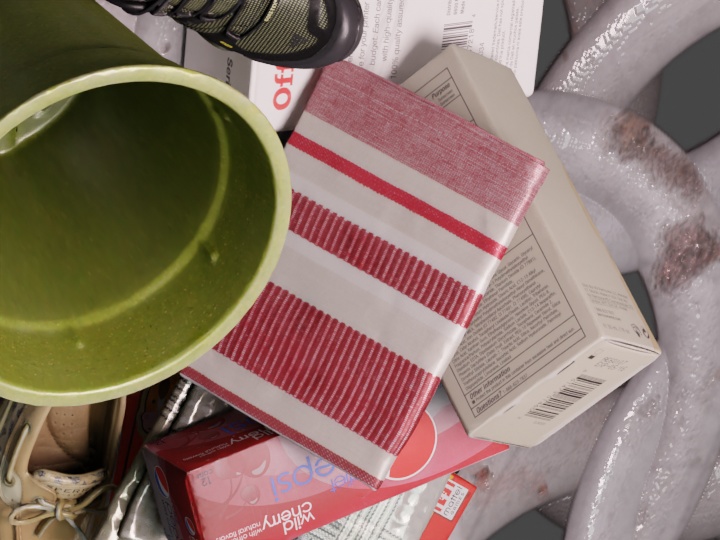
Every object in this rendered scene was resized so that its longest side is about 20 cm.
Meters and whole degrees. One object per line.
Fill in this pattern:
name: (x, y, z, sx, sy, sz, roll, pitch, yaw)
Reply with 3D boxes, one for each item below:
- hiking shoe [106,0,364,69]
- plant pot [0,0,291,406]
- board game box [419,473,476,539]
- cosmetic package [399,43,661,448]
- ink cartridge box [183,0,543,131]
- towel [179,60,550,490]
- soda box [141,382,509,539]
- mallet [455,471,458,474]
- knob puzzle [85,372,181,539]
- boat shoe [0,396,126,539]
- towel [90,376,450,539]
hiking shoe: (-0.095, -0.153, 1.506, 0.199, 0.101, 0.076, 25, 115, 0)
plant pot: (-0.164, -0.066, 1.486, 0.199, 0.190, 0.201, -16, 131, -19)
board game box: (-0.046, 0.151, 1.734, 0.200, 0.046, 0.152, 30, 89, -32)
cosmetic package: (0.073, -0.013, 1.600, 0.103, 0.201, 0.073, -36, 153, 24)
ink cartridge box: (0.005, -0.167, 1.642, 0.199, 0.084, 0.146, -9, 117, -32)
towel: (0.000, 0.000, 1.573, 0.201, 0.144, 0.023, -63, 157, 4)
soda box: (-0.018, 0.101, 1.634, 0.199, 0.070, 0.064, -21, 109, -22)
mallet: (0.017, 0.069, 1.787, 0.066, 0.041, 0.200, -48, 135, -17)
knob puzzle: (-0.072, 0.087, 1.748, 0.219, 0.030, 0.221, -16, 120, -29)
boat shoe: (-0.173, 0.096, 1.655, 0.073, 0.063, 0.201, -8, 117, -34)
towel: (-0.040, 0.125, 1.682, 0.192, 0.035, 0.201, 31, 88, -32)
